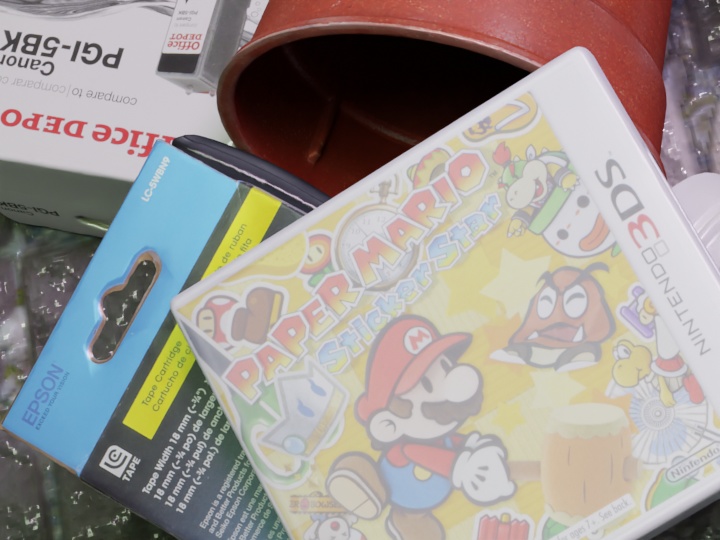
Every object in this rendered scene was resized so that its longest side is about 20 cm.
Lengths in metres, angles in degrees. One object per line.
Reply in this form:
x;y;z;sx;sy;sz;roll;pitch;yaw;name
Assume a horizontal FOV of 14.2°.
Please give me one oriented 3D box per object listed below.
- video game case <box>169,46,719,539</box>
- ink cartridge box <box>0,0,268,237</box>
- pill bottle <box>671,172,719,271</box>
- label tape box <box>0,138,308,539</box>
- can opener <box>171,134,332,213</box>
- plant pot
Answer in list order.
0.048;0.039;1.137;0.200;0.023;0.182;-32;73;10;video game case
-0.092;-0.119;1.369;0.147;0.083;0.200;10;72;18;ink cartridge box
0.201;0.038;1.151;0.200;0.112;0.112;29;79;36;pill bottle
-0.027;0.055;1.204;0.200;0.063;0.144;29;90;20;label tape box
0.000;0.000;1.270;0.200;0.079;0.063;20;85;-3;can opener
0.058;-0.134;1.283;0.201;0.201;0.195;7;64;18;plant pot
